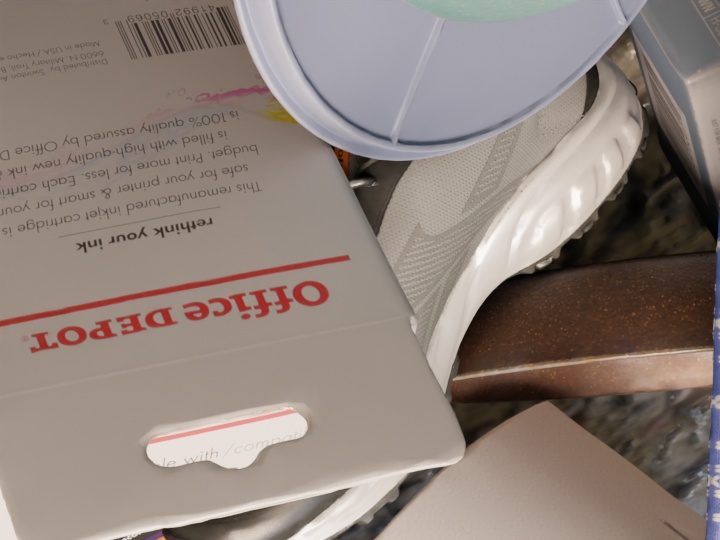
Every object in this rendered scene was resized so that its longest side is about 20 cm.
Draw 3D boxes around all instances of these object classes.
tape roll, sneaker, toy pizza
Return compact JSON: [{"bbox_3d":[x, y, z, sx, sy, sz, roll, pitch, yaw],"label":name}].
[{"bbox_3d":[0.062,0.170,0.916,0.203,0.139,0.203,-45,159,-22],"label":"tape roll"},{"bbox_3d":[0.000,0.000,0.770,0.079,0.074,0.200,43,76,-36],"label":"sneaker"},{"bbox_3d":[0.033,-0.124,0.654,0.200,0.032,0.201,-31,136,-35],"label":"toy pizza"}]

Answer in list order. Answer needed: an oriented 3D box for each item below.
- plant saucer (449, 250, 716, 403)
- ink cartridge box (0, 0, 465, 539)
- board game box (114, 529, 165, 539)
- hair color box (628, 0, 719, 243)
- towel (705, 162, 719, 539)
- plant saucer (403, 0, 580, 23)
[{"bbox_3d":[0.106,0.018,0.845,0.199,0.035,0.200,-4,174,0],"label":"plant saucer"},{"bbox_3d":[-0.062,0.002,0.660,0.117,0.200,0.067,-10,140,-19],"label":"ink cartridge box"},{"bbox_3d":[-0.141,0.057,0.800,0.199,0.057,0.166,-26,141,1],"label":"board game box"},{"bbox_3d":[0.186,-0.091,0.811,0.199,0.061,0.099,-25,143,0],"label":"hair color box"},{"bbox_3d":[0.159,0.012,0.750,0.144,0.201,0.024,3,178,-29],"label":"towel"},{"bbox_3d":[0.068,-0.148,0.623,0.200,0.036,0.201,-31,136,-35],"label":"plant saucer"}]
